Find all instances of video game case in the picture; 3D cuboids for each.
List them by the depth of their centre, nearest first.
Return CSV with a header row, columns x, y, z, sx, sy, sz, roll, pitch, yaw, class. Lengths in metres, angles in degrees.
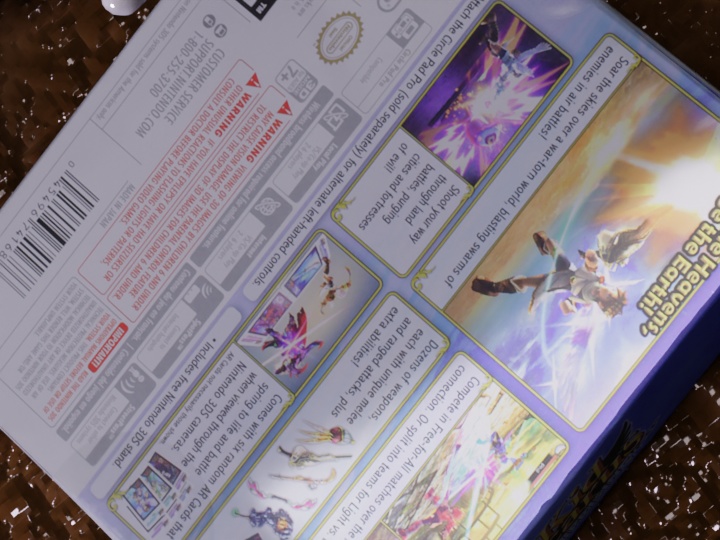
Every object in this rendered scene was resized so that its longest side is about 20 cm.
x,y,z,sx,sy,sz,roll,pitch,yaw,class
0.000,0.000,0.766,0.181,0.045,0.200,41,97,22,video game case

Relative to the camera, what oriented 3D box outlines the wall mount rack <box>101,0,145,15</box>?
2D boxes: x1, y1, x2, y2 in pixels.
x,y,z,sx,sy,sz,roll,pitch,yaw,class
-0.097,-0.108,0.775,0.200,0.075,0.174,-24,57,27,wall mount rack
